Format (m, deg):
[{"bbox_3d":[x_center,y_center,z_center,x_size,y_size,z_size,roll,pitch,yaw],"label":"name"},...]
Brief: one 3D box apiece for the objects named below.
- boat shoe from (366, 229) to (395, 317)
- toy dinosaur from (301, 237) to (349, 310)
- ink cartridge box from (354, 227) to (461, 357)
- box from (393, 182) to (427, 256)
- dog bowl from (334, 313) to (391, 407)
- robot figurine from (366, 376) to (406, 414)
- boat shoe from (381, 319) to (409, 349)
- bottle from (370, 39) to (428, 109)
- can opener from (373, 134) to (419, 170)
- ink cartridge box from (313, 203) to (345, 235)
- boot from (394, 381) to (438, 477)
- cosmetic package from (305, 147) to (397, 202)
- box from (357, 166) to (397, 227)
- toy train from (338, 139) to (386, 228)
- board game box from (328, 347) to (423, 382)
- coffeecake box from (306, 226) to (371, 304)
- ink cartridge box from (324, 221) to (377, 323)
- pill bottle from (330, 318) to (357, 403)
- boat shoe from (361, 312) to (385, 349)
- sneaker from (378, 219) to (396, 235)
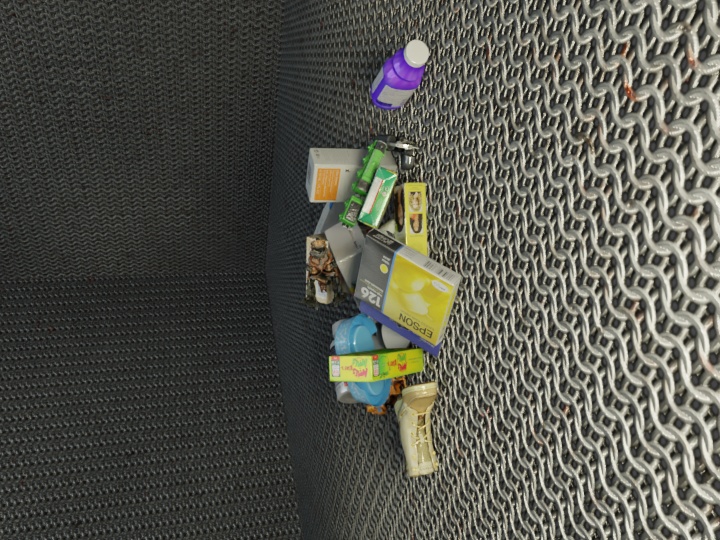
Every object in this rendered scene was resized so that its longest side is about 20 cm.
[{"bbox_3d":[0.051,0.011,1.238,0.075,0.060,0.206,-110,24,-59],"label":"boat shoe"},{"bbox_3d":[-0.080,0.007,1.370,0.200,0.099,0.140,44,-148,-63],"label":"toy dinosaur"},{"bbox_3d":[0.078,0.052,1.155,0.194,0.047,0.205,29,128,23],"label":"ink cartridge box"},{"bbox_3d":[0.102,-0.071,1.248,0.075,0.048,0.208,176,91,-75],"label":"box"},{"bbox_3d":[0.004,0.192,1.301,0.048,0.111,0.205,-8,110,34],"label":"dog bowl"},{"bbox_3d":[0.057,0.270,1.439,0.201,0.056,0.149,119,144,-63],"label":"robot figurine"},{"bbox_3d":[0.080,0.074,1.335,0.065,0.071,0.207,-81,-6,-81],"label":"boat shoe"},{"bbox_3d":[0.081,-0.389,1.225,0.200,0.081,0.068,148,119,-74],"label":"bottle"},{"bbox_3d":[0.073,-0.256,1.324,0.200,0.052,0.069,-139,54,-71],"label":"can opener"},{"bbox_3d":[-0.071,-0.133,1.731,0.200,0.082,0.150,144,148,-74],"label":"ink cartridge box"},{"bbox_3d":[0.117,0.312,1.194,0.201,0.070,0.160,112,152,-60],"label":"boot"},{"bbox_3d":[-0.023,-0.218,1.414,0.072,0.193,0.104,-110,23,-46],"label":"cosmetic package"},{"bbox_3d":[0.039,-0.151,1.316,0.200,0.047,0.120,-19,-49,-86],"label":"box"},{"bbox_3d":[0.007,-0.182,1.272,0.056,0.041,0.205,153,140,-76],"label":"toy train"},{"bbox_3d":[0.035,0.185,1.216,0.099,0.198,0.049,-5,85,34],"label":"board game box"},{"bbox_3d":[-0.051,-0.021,1.554,0.071,0.198,0.159,12,109,31],"label":"coffeecake box"},{"bbox_3d":[0.000,0.000,1.420,0.146,0.082,0.203,-115,-1,-54],"label":"ink cartridge box"},{"bbox_3d":[-0.023,0.238,1.637,0.112,0.108,0.205,113,150,-57],"label":"pill bottle"},{"bbox_3d":[0.026,0.169,1.454,0.203,0.072,0.088,-93,17,-64],"label":"boat shoe"},{"bbox_3d":[0.066,-0.074,1.372,0.090,0.074,0.200,-54,0,0],"label":"sneaker"}]
